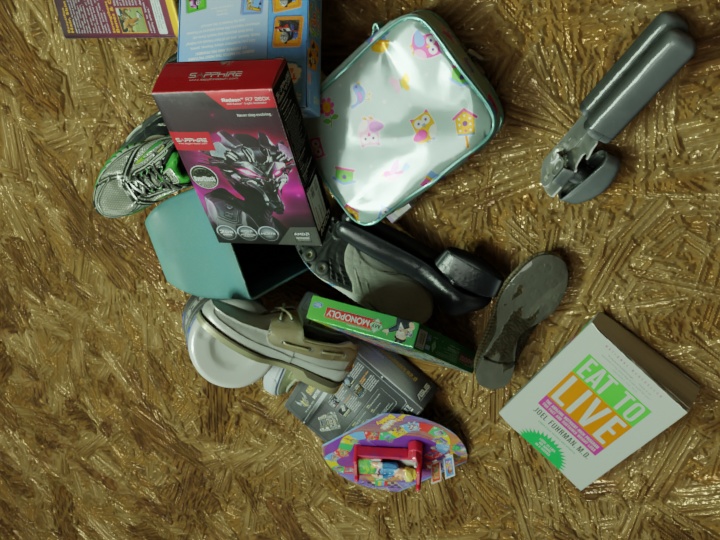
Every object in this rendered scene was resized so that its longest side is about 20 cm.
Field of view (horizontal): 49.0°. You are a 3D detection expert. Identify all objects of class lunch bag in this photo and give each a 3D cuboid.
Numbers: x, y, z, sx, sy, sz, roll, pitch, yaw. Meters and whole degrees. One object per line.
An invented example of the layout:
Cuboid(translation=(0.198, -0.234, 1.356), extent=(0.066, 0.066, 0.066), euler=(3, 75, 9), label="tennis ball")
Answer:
Cuboid(translation=(0.036, -0.157, 0.798), extent=(0.200, 0.077, 0.161), euler=(-35, 92, 28), label="lunch bag")

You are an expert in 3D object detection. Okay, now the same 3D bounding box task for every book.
Cuboid(translation=(0.261, 0.151, 0.896), extent=(0.133, 0.048, 0.200), euler=(41, 136, 11), label="book")

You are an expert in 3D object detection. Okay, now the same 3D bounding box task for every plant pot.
Cuboid(translation=(-0.171, -0.047, 0.997), extent=(0.199, 0.141, 0.142), euler=(-8, 106, 45), label="plant pot")

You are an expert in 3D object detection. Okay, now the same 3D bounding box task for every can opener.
Cuboid(translation=(0.065, -0.014, 0.900), extent=(0.199, 0.063, 0.079), euler=(27, 114, 7), label="can opener")
Cuboid(translation=(0.237, -0.138, 0.724), extent=(0.066, 0.054, 0.200), euler=(19, 137, -19), label="can opener")

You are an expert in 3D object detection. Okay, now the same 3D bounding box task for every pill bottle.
Cuboid(translation=(-0.177, 0.074, 1.047), extent=(0.114, 0.113, 0.200), euler=(62, 170, -15), label="pill bottle")

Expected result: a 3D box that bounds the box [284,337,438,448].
Cuboid(translation=(-0.005, 0.176, 1.095), extent=(0.158, 0.048, 0.200), euler=(40, 134, 9), label="box")

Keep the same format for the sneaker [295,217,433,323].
Cuboid(translation=(0.000, 0.000, 0.948), extent=(0.199, 0.072, 0.072), euler=(36, 89, 0), label="sneaker")

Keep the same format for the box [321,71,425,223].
Cuboid(translation=(-0.009, -0.144, 0.890), extent=(0.200, 0.039, 0.041), euler=(50, 133, -3), label="box")

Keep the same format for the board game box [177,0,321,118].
Cuboid(translation=(-0.113, -0.251, 0.801), extent=(0.150, 0.037, 0.202), euler=(-1, 83, 20), label="board game box")

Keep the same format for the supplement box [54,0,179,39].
Cuboid(translation=(-0.263, -0.334, 0.912), extent=(0.199, 0.086, 0.111), euler=(10, 124, 30), label="supplement box")

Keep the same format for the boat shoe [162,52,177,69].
Cuboid(translation=(-0.178, -0.233, 0.917), extent=(0.199, 0.067, 0.072), euler=(7, 120, 44), label="boat shoe")

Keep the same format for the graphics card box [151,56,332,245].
Cuboid(translation=(-0.111, -0.111, 0.784), extent=(0.124, 0.051, 0.201), euler=(2, 139, 16), label="graphics card box")

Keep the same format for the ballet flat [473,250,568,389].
Cuboid(translation=(0.175, 0.052, 0.890), extent=(0.067, 0.046, 0.201), euler=(15, 127, -2), label="ballet flat")

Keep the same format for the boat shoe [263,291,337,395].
Cuboid(translation=(-0.076, 0.109, 1.026), extent=(0.062, 0.072, 0.200), euler=(30, 138, 3), label="boat shoe")

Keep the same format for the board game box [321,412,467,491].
Cuboid(translation=(0.043, 0.264, 1.066), extent=(0.158, 0.039, 0.200), euler=(35, 129, -27), label="board game box")

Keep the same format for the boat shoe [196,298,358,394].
Cuboid(translation=(-0.093, 0.073, 0.925), extent=(0.199, 0.075, 0.069), euler=(28, 103, -28), label="boat shoe")

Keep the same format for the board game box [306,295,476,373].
Cuboid(translation=(0.043, 0.077, 0.916), extent=(0.134, 0.200, 0.029), euler=(12, 81, 29), label="board game box")

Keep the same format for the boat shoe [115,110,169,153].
Cuboid(translation=(-0.292, -0.159, 1.077), extent=(0.071, 0.068, 0.199), euler=(17, 154, -35), label="boat shoe")

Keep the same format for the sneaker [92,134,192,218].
Cuboid(translation=(-0.242, -0.125, 0.955), extent=(0.199, 0.085, 0.078), euler=(-31, 114, 9), label="sneaker")
